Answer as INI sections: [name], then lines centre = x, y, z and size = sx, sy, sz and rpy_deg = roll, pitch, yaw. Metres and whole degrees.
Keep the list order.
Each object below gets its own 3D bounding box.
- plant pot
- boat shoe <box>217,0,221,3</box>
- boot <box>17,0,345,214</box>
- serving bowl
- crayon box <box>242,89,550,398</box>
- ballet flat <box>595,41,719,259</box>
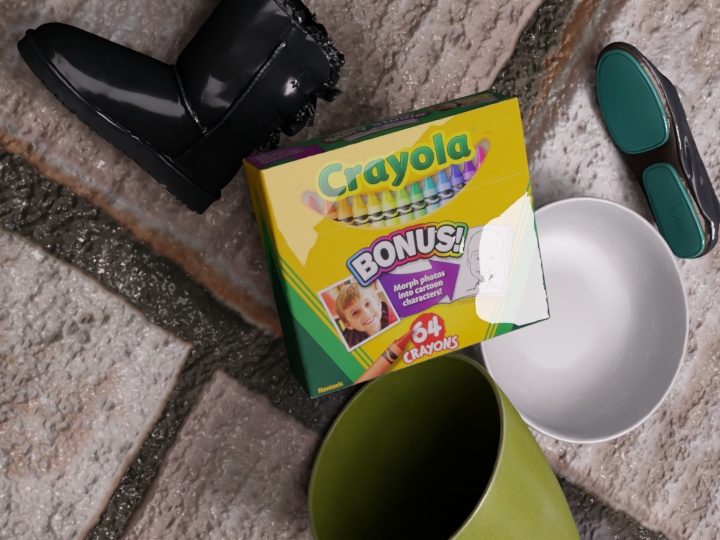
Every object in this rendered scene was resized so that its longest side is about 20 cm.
[plant pot]
centre = 0.090, 0.196, 1.024
size = 0.200, 0.187, 0.188
rpy_deg = 41, 82, -36
[boat shoe]
centre = -0.072, -0.292, 0.922
size = 0.071, 0.070, 0.203
rpy_deg = 22, 93, -29
[boot]
centre = -0.118, -0.150, 0.903
size = 0.162, 0.074, 0.198
rpy_deg = -44, 119, 11
[serving bowl]
centre = 0.175, 0.041, 1.071
size = 0.197, 0.066, 0.203
rpy_deg = 1, 87, -21
[crayon box]
centre = 0.030, -0.022, 0.938
size = 0.198, 0.058, 0.175
rpy_deg = -17, 111, -14
[ballet flat]
centre = 0.260, -0.108, 1.094
size = 0.072, 0.073, 0.202
rpy_deg = -28, 102, -15
